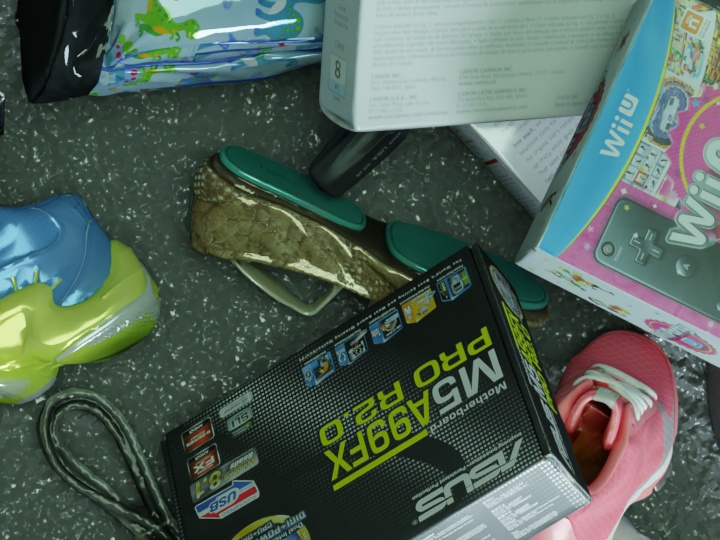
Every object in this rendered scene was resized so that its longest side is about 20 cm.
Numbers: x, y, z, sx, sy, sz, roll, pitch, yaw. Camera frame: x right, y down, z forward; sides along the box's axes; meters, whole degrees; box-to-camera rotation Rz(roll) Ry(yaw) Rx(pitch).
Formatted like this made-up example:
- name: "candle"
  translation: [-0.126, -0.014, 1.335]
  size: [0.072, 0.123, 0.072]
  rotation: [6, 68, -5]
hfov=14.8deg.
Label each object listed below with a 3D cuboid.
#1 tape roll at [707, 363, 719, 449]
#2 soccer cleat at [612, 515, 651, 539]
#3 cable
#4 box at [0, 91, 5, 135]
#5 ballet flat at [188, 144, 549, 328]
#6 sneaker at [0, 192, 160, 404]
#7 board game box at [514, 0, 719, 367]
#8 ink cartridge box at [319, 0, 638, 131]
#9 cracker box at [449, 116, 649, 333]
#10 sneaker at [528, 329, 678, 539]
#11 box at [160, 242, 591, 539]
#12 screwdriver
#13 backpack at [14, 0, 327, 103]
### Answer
- name: "tape roll"
  translation: [0.290, 0.060, 1.491]
  size: [0.199, 0.066, 0.202]
  rotation: [0, 87, -9]
- name: "soccer cleat"
  translation: [0.174, 0.182, 1.457]
  size: [0.086, 0.070, 0.200]
  rotation: [-32, 96, 17]
- name: "cable"
  translation: [-0.097, 0.148, 1.432]
  size: [0.097, 0.050, 0.201]
  rotation: [-20, 93, -7]
- name: "box"
  translation: [-0.247, -0.007, 1.358]
  size: [0.049, 0.161, 0.200]
  rotation: [34, 82, -6]
- name: "ballet flat"
  translation: [0.000, 0.000, 1.455]
  size: [0.199, 0.071, 0.066]
  rotation: [25, 111, -5]
- name: "sneaker"
  translation: [-0.207, 0.027, 1.417]
  size: [0.199, 0.076, 0.105]
  rotation: [-26, 77, -13]
- name: "board game box"
  translation: [0.196, -0.028, 1.353]
  size: [0.199, 0.064, 0.148]
  rotation: [26, 83, -3]
- name: "ink cartridge box"
  translation: [0.064, -0.172, 1.359]
  size: [0.159, 0.047, 0.201]
  rotation: [-5, 110, -25]
- name: "cracker box"
  translation: [0.134, -0.083, 1.473]
  size: [0.134, 0.058, 0.200]
  rotation: [-43, 95, -6]
- name: "sneaker"
  translation: [0.125, 0.084, 1.409]
  size: [0.073, 0.087, 0.200]
  rotation: [22, 41, 8]
- name: "box"
  translation: [0.003, 0.097, 1.369]
  size: [0.199, 0.161, 0.044]
  rotation: [-32, 129, 14]
- name: "screwdriver"
  translation: [0.045, -0.115, 1.416]
  size: [0.029, 0.028, 0.200]
  rotation: [35, 102, -32]
- name: "backpack"
  translation: [-0.064, -0.167, 1.414]
  size: [0.199, 0.154, 0.164]
  rotation: [3, 83, -27]
